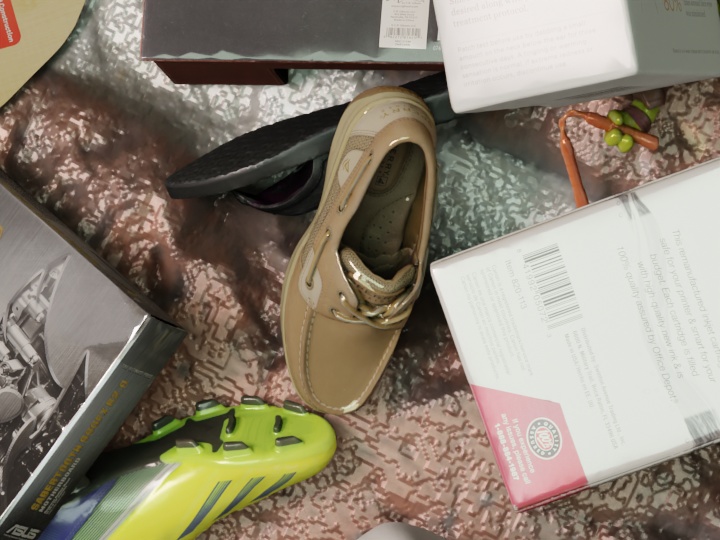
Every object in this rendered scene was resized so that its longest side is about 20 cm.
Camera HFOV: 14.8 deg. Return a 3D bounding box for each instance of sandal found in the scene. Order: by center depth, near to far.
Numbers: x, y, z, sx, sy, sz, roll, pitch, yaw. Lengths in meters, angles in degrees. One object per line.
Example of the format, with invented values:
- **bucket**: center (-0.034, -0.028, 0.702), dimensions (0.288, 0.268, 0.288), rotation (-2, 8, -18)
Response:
- **sandal**: center (-0.014, -0.064, 1.564), dimensions (0.200, 0.075, 0.048), rotation (-17, 105, 8)

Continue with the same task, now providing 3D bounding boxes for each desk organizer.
- **desk organizer**: center (-0.017, -0.143, 1.555), dimensions (0.199, 0.077, 0.072), rotation (1, 81, 9)

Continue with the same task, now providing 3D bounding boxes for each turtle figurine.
- **turtle figurine**: center (0.178, -0.133, 1.535), dimensions (0.161, 0.064, 0.201), rotation (2, 93, 25)

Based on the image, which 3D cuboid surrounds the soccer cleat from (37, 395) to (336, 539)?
- **soccer cleat**: center (-0.106, 0.130, 1.589), dimensions (0.199, 0.065, 0.084), rotation (-16, 115, 4)

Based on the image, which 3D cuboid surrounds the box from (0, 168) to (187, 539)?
- **box**: center (-0.216, 0.038, 1.568), dimensions (0.200, 0.048, 0.159), rotation (40, 96, 29)

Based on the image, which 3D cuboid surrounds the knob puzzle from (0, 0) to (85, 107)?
- **knob puzzle**: center (-0.241, -0.184, 1.590), dimensions (0.218, 0.030, 0.221), rotation (-5, 112, -12)

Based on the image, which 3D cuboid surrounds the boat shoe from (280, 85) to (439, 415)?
- **boat shoe**: center (0.000, 0.000, 1.530), dimensions (0.071, 0.065, 0.201), rotation (3, 118, -13)

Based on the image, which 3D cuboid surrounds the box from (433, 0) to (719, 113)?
- **box**: center (0.105, -0.190, 1.446), dimensions (0.106, 0.152, 0.201), rotation (-10, 89, 26)

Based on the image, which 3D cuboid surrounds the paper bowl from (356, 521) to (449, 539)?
- **paper bowl**: center (0.046, 0.210, 1.486), dimensions (0.200, 0.201, 0.105), rotation (30, 94, 7)

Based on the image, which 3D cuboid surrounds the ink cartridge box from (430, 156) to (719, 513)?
- **ink cartridge box**: center (0.157, 0.032, 1.529), dimensions (0.199, 0.083, 0.147), rotation (-20, 87, 8)
